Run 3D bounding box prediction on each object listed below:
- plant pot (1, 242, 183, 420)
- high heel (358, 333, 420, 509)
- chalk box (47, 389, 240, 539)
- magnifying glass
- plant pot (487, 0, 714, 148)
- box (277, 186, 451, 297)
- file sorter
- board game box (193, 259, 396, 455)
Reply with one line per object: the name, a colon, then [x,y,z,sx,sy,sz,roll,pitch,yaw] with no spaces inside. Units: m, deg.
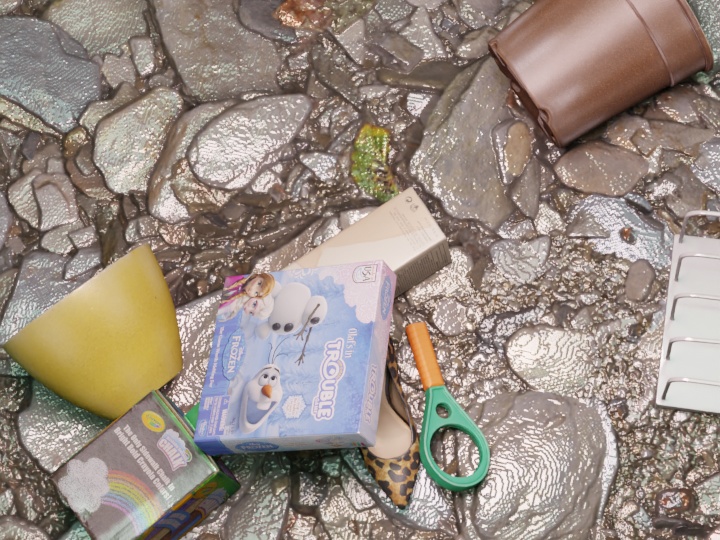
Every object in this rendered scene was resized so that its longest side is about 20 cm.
plant pot: [-0.281,0.083,1.701,0.200,0.200,0.142,-36,93,-4]
high heel: [0.022,0.157,1.651,0.071,0.143,0.201,-11,73,2]
chalk box: [-0.221,0.222,1.676,0.200,0.124,0.125,-38,72,-6]
magnifying glass: [0.090,0.152,1.697,0.079,0.022,0.201,-6,63,-23]
plant pot: [0.265,-0.257,1.724,0.198,0.200,0.201,-34,73,4]
box: [0.000,0.000,1.726,0.199,0.095,0.078,-32,72,-4]
file sorter: [0.406,0.049,1.645,0.138,0.125,0.201,7,76,9]
board game box: [-0.069,0.093,1.601,0.198,0.043,0.201,-6,59,24]
